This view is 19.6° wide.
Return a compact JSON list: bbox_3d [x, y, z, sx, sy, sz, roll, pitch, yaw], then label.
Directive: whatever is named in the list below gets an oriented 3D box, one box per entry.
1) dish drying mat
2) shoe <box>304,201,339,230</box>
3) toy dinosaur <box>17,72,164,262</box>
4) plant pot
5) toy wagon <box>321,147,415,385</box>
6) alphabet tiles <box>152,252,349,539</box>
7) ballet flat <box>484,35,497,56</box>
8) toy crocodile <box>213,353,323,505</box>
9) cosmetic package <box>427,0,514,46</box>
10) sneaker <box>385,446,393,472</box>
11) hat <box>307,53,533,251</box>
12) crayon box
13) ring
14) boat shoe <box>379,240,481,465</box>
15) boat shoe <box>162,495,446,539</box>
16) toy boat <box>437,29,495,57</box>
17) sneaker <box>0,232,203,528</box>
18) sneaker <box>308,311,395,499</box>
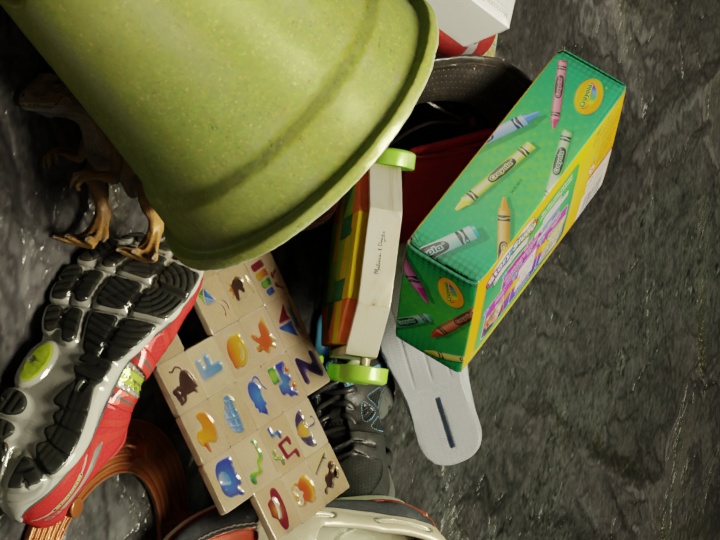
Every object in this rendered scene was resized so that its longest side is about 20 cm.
[{"bbox_3d":[0.047,-0.024,1.525,0.076,0.018,0.201,-15,147,-25],"label":"dish drying mat"},{"bbox_3d":[-0.036,-0.074,1.369,0.072,0.091,0.200,-53,148,-15],"label":"shoe"},{"bbox_3d":[-0.130,-0.059,1.233,0.200,0.060,0.107,31,70,-64],"label":"toy dinosaur"},{"bbox_3d":[-0.091,-0.135,1.126,0.184,0.200,0.201,43,56,-28],"label":"plant pot"},{"bbox_3d":[0.000,0.000,1.438,0.200,0.039,0.157,158,-60,-81],"label":"toy wagon"},{"bbox_3d":[-0.074,0.068,1.343,0.167,0.008,0.201,-29,95,-58],"label":"alphabet tiles"},{"bbox_3d":[0.059,-0.138,1.604,0.071,0.070,0.202,19,82,-64],"label":"ballet flat"},{"bbox_3d":[-0.065,0.148,1.438,0.062,0.067,0.202,-9,107,-64],"label":"toy crocodile"},{"bbox_3d":[0.024,-0.238,1.387,0.199,0.050,0.083,31,61,-32],"label":"cosmetic package"},{"bbox_3d":[-0.025,0.183,1.530,0.200,0.070,0.100,-41,134,-69],"label":"sneaker"},{"bbox_3d":[0.033,-0.100,1.520,0.081,0.199,0.201,64,0,38],"label":"hat"},{"bbox_3d":[0.103,-0.041,1.437,0.200,0.058,0.119,-51,163,-28],"label":"crayon box"},{"bbox_3d":[-0.157,0.193,1.319,0.200,0.019,0.202,-35,130,-56],"label":"ring"},{"bbox_3d":[0.044,0.053,1.552,0.071,0.072,0.201,-115,-167,-54],"label":"boat shoe"},{"bbox_3d":[-0.038,0.188,1.370,0.198,0.062,0.072,-4,107,-26],"label":"boat shoe"},{"bbox_3d":[0.087,-0.252,1.519,0.130,0.130,0.202,11,89,-54],"label":"toy boat"},{"bbox_3d":[-0.157,0.062,1.228,0.201,0.077,0.085,-57,158,-28],"label":"sneaker"},{"bbox_3d":[-0.019,0.112,1.493,0.201,0.073,0.082,-89,163,-51],"label":"sneaker"}]
